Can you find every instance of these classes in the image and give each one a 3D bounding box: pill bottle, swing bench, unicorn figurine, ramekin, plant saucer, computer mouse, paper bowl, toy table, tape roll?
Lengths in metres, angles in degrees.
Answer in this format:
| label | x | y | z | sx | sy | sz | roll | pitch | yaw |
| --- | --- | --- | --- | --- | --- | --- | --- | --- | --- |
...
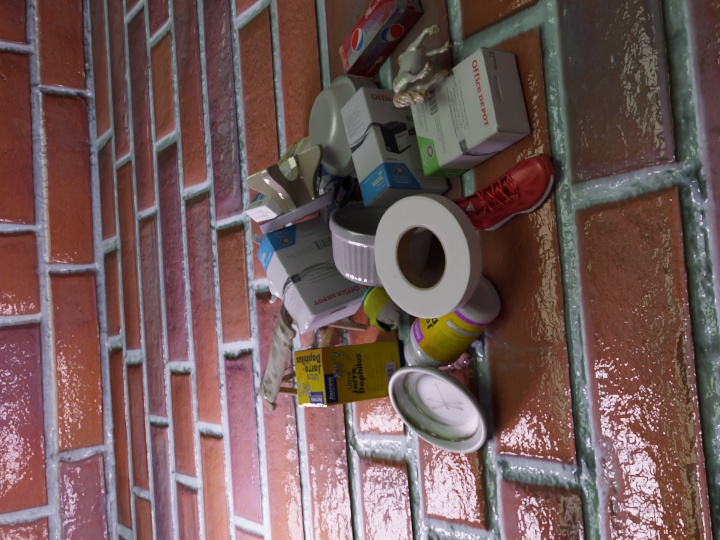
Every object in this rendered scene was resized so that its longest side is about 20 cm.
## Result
| label | x | y | z | sx | sy | sz | roll | pitch | yaw |
| --- | --- | --- | --- | --- | --- | --- | --- | --- | --- |
| pill bottle | 0.153 | 0.098 | 1.410 | 0.201 | 0.103 | 0.105 | -56 | 49 | 40 |
| swing bench | -0.117 | 0.172 | 1.726 | 0.130 | 0.197 | 0.202 | 47 | 128 | 43 |
| unicorn figurine | 0.101 | -0.358 | 1.394 | 0.074 | 0.201 | 0.136 | 46 | 143 | -17 |
| ramekin | 0.038 | -0.049 | 1.500 | 0.199 | 0.197 | 0.107 | 32 | 126 | 50 |
| plant saucer | 0.144 | 0.236 | 1.431 | 0.197 | 0.050 | 0.203 | 23 | 138 | 22 |
| computer mouse | 0.015 | -0.188 | 1.556 | 0.058 | 0.200 | 0.034 | 40 | 159 | 15 |
| paper bowl | -0.038 | -0.295 | 1.650 | 0.200 | 0.102 | 0.205 | -13 | 75 | 62 |
| toy table | -0.138 | -0.165 | 1.623 | 0.197 | 0.184 | 0.119 | -22 | 98 | 13 |
| tape roll | 0.107 | -0.023 | 1.319 | 0.200 | 0.037 | 0.207 | 13 | 109 | 40 |

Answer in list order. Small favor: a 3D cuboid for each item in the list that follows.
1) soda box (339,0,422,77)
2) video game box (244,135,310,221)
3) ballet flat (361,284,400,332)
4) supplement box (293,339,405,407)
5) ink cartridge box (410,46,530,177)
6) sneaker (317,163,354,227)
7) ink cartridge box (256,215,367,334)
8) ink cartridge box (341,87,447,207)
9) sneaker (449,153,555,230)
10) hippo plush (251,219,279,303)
| label | x | y | z | sx | sy | sz | roll | pitch | yaw |
| --- | --- | --- | --- | --- | --- | --- | --- | --- | --- |
| soda box | 0.036 | -0.471 | 1.586 | 0.200 | 0.069 | 0.065 | -41 | 59 | 48 |
| video game box | -0.169 | -0.205 | 1.800 | 0.202 | 0.047 | 0.181 | -58 | 21 | -13 |
| ballet flat | 0.047 | 0.078 | 1.538 | 0.067 | 0.067 | 0.200 | 39 | 170 | 14 |
| supplement box | -0.018 | 0.202 | 1.583 | 0.108 | 0.197 | 0.112 | -15 | 80 | 54 |
| ink cartridge box | 0.183 | -0.263 | 1.368 | 0.199 | 0.083 | 0.149 | -26 | 71 | 54 |
| sneaker | -0.048 | -0.162 | 1.739 | 0.076 | 0.075 | 0.204 | -12 | 79 | 29 |
| ink cartridge box | -0.099 | 0.008 | 1.630 | 0.202 | 0.143 | 0.084 | 58 | 144 | 19 |
| ink cartridge box | 0.062 | -0.225 | 1.482 | 0.083 | 0.143 | 0.204 | -36 | 62 | 50 |
| sneaker | 0.217 | -0.112 | 1.290 | 0.079 | 0.114 | 0.200 | 62 | 143 | 16 |
| hippo plush | -0.167 | 0.020 | 1.816 | 0.197 | 0.160 | 0.162 | 26 | 135 | 6 |
